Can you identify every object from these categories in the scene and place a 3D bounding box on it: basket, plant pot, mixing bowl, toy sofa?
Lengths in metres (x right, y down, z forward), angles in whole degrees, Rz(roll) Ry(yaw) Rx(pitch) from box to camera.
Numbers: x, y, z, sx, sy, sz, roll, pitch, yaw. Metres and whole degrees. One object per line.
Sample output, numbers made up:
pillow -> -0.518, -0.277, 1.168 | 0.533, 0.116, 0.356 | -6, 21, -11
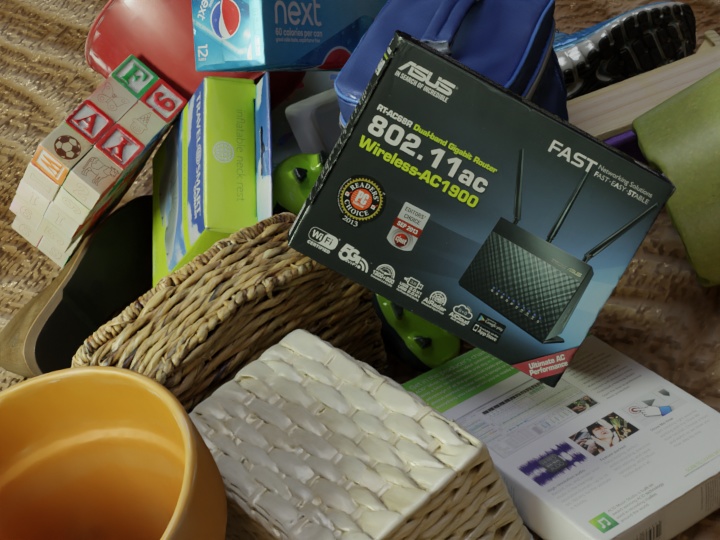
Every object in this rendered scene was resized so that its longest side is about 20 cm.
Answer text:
basket -> -0.106, 0.040, 0.987 | 0.200, 0.143, 0.149 | -35, 44, -21
plant pot -> 0.298, -0.081, 0.988 | 0.184, 0.200, 0.200 | -24, 38, 13
basket -> -0.008, 0.142, 0.883 | 0.136, 0.123, 0.200 | -38, 43, -22
mixing bowl -> -0.112, -0.184, 1.163 | 0.200, 0.200, 0.108 | -33, 80, -16
toy sofa -> 0.214, -0.104, 1.110 | 0.200, 0.083, 0.098 | -21, 36, -2
plant pot -> -0.154, 0.190, 0.834 | 0.200, 0.183, 0.200 | -14, 42, 13

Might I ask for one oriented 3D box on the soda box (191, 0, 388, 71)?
soda box -> -0.042, -0.185, 1.070 | 0.064, 0.068, 0.200 | 1, 7, 32

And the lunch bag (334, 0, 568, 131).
lunch bag -> 0.064, -0.126, 1.012 | 0.136, 0.132, 0.200 | 3, 39, 21

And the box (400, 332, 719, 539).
box -> 0.137, 0.104, 0.915 | 0.144, 0.036, 0.200 | -24, 38, -28

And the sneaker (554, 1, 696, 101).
sneaker -> 0.193, -0.190, 1.227 | 0.200, 0.078, 0.090 | -21, 36, -2

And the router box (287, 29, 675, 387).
router box -> 0.075, -0.039, 0.898 | 0.200, 0.150, 0.062 | 28, 12, -4

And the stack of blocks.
stack of blocks -> -0.224, -0.075, 1.147 | 0.115, 0.059, 0.200 | -53, 6, -32

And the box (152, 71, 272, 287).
box -> -0.118, -0.063, 1.093 | 0.048, 0.200, 0.122 | 3, 72, -20

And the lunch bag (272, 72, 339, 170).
lunch bag -> -0.042, -0.109, 1.228 | 0.200, 0.077, 0.160 | 6, 48, 29

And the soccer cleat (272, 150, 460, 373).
soccer cleat -> 0.000, 0.000, 1.060 | 0.067, 0.081, 0.200 | -30, 76, -36

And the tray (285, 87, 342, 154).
tray -> 0.024, -0.068, 1.115 | 0.107, 0.022, 0.200 | -22, 72, -5

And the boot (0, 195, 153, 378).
boot -> -0.232, 0.009, 1.182 | 0.075, 0.074, 0.200 | -1, 41, 40
